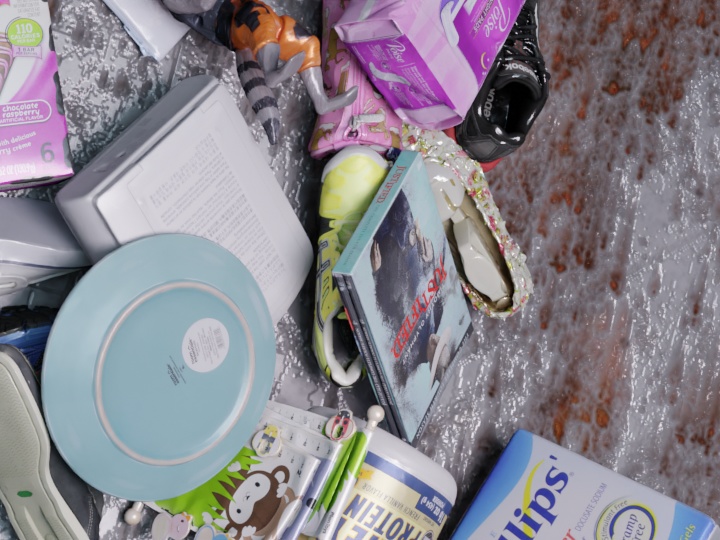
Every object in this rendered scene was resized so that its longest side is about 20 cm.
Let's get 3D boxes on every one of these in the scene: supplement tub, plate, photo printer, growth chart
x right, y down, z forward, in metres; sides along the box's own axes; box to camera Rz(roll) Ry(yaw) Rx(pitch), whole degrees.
[{"bbox_3d":[-0.025,0.226,1.383,0.144,0.144,0.201,32,77,-20],"label":"supplement tub"},{"bbox_3d":[-0.141,0.074,1.288,0.199,0.025,0.202,-8,104,-35],"label":"plate"},{"bbox_3d":[-0.127,-0.024,1.354,0.167,0.069,0.201,-47,124,-30],"label":"photo printer"},{"bbox_3d":[-0.086,0.158,1.350,0.018,0.198,0.146,43,60,-53],"label":"growth chart"}]

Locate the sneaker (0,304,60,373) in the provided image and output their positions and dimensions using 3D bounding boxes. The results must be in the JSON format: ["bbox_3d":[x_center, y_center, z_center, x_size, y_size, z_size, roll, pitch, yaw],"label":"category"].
[{"bbox_3d":[-0.294,0.085,1.313,0.199,0.075,0.079,-23,112,-17],"label":"sneaker"}]

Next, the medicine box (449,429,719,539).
[{"bbox_3d":[0.176,0.260,1.428,0.183,0.199,0.103,-57,143,-14],"label":"medicine box"}]

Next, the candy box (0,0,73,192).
[{"bbox_3d":[-0.298,-0.158,1.303,0.135,0.061,0.202,-10,90,-22],"label":"candy box"}]

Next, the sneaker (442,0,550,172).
[{"bbox_3d":[0.125,-0.184,1.482,0.070,0.098,0.202,14,83,-21],"label":"sneaker"}]

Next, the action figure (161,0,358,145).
[{"bbox_3d":[-0.110,-0.196,1.327,0.105,0.193,0.199,-54,156,21],"label":"action figure"}]

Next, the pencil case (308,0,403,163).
[{"bbox_3d":[0.001,-0.188,1.430,0.082,0.086,0.202,7,84,-41],"label":"pencil case"}]

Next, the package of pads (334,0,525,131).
[{"bbox_3d":[0.070,-0.223,1.387,0.121,0.075,0.201,50,54,-35],"label":"package of pads"}]

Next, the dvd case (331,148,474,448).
[{"bbox_3d":[0.038,0.026,1.403,0.146,0.022,0.201,-60,145,-39],"label":"dvd case"}]

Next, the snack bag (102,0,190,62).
[{"bbox_3d":[-0.161,-0.300,1.395,0.200,0.021,0.189,-47,108,-17],"label":"snack bag"}]

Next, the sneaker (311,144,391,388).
[{"bbox_3d":[0.000,0.000,1.400,0.075,0.076,0.202,-1,109,-6],"label":"sneaker"}]

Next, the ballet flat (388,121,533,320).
[{"bbox_3d":[0.085,-0.042,1.471,0.075,0.064,0.201,-32,105,19],"label":"ballet flat"}]

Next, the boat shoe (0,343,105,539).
[{"bbox_3d":[-0.241,0.132,1.302,0.068,0.071,0.201,-60,142,-48],"label":"boat shoe"}]

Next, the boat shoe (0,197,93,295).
[{"bbox_3d":[-0.283,-0.008,1.312,0.199,0.072,0.066,-6,131,-42],"label":"boat shoe"}]
